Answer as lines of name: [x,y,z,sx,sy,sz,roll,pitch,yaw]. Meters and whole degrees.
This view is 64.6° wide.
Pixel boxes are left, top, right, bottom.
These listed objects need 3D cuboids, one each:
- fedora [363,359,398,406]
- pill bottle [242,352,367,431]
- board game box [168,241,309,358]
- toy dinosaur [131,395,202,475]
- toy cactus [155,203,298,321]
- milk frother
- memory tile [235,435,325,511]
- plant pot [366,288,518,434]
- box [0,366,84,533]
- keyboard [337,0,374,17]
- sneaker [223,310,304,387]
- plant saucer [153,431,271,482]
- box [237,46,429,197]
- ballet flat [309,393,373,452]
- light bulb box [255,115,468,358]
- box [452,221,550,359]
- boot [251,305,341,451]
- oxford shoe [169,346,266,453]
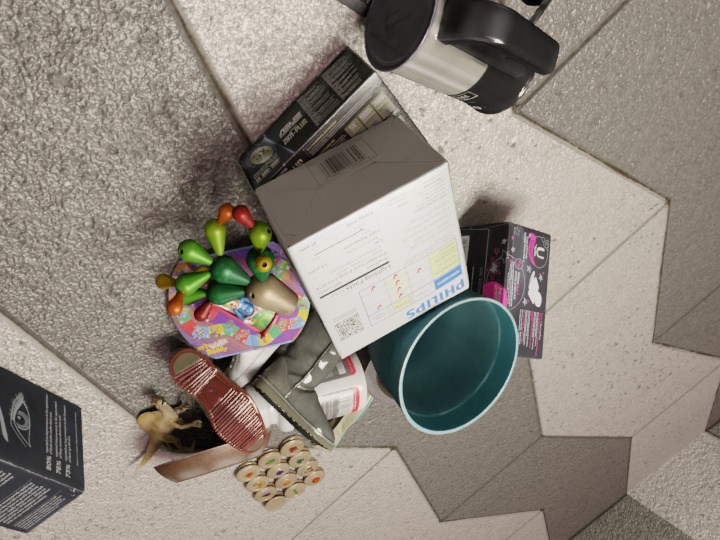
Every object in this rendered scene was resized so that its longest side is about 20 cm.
fedora: [0.081,0.155,1.037,0.199,0.091,0.177,33,105,-36]
pill bottle: [-0.097,0.206,0.964,0.196,0.111,0.112,-11,131,-22]
board game box: [-0.167,0.052,0.789,0.196,0.039,0.161,-11,114,-2]
toy dinosaur: [-0.318,0.262,0.938,0.099,0.059,0.202,13,126,-18]
toy cactus: [-0.147,0.012,0.695,0.164,0.103,0.200,30,124,-30]
milk frother: [0.130,-0.309,0.651,0.186,0.179,0.204,6,84,-40]
memory tile: [-0.161,0.424,1.179,0.151,0.017,0.202,-28,136,-7]
plant pot: [0.092,0.098,0.834,0.197,0.188,0.204,-12,115,-26]
box: [-0.471,0.224,0.738,0.104,0.149,0.201,-35,135,3]
keyboard: [-0.033,-0.348,0.585,0.198,0.040,0.105,14,119,-39]
sneaker: [-0.171,0.101,0.879,0.084,0.073,0.200,36,110,-16]
plant saucer: [-0.241,0.314,0.951,0.197,0.037,0.201,-17,166,-4]
box: [-0.026,-0.142,0.729,0.200,0.087,0.163,-43,135,9]
ballet flat: [-0.039,0.274,1.094,0.069,0.070,0.202,12,120,-36]
light bulb box: [0.010,-0.036,0.687,0.196,0.125,0.202,-28,135,-7]
box: [0.220,0.036,0.929,0.113,0.131,0.204,12,82,-36]
boot: [-0.051,0.152,0.896,0.182,0.072,0.201,49,64,-17]
oxford shoe: [-0.213,0.190,0.866,0.070,0.075,0.202,-38,107,-16]
